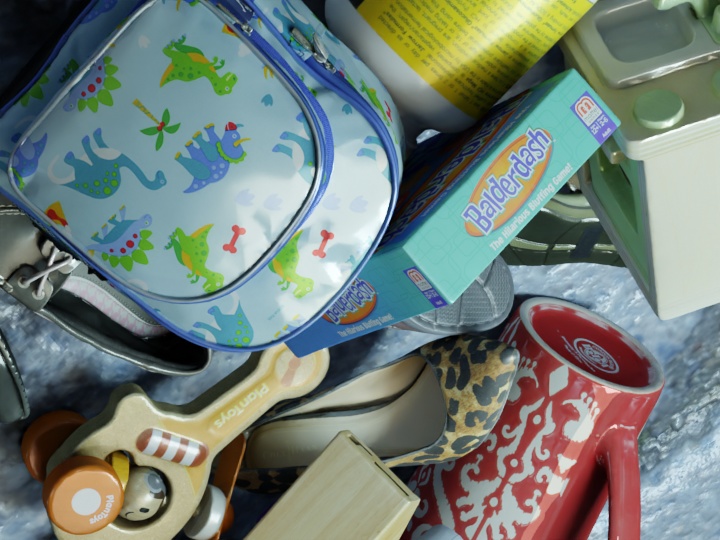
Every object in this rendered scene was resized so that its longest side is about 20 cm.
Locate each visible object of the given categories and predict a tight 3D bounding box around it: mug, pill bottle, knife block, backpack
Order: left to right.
[{"bbox_3d":[-0.081,-0.059,1.500,0.200,0.147,0.183,40,103,-12],"label":"backpack"},{"bbox_3d":[-0.062,0.207,1.755,0.176,0.064,0.200,-38,165,-32],"label":"knife block"},{"bbox_3d":[0.054,-0.151,1.593,0.200,0.112,0.112,-45,138,10],"label":"pill bottle"},{"bbox_3d":[0.126,0.139,1.883,0.200,0.177,0.133,-63,166,22],"label":"mug"}]

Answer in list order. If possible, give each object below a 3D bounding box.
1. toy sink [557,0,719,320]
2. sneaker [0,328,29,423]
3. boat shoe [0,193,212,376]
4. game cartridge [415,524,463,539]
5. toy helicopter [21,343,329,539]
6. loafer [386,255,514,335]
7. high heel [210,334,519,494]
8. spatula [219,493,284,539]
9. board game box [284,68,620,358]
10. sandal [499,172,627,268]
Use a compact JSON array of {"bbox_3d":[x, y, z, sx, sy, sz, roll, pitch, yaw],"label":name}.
[{"bbox_3d":[0.182,-0.094,1.628,0.112,0.130,0.200,-18,136,-8],"label":"toy sink"},{"bbox_3d":[-0.254,0.023,1.582,0.088,0.074,0.200,-33,130,-4],"label":"sneaker"},{"bbox_3d":[-0.153,0.006,1.641,0.067,0.057,0.200,-46,138,12],"label":"boat shoe"},{"bbox_3d":[-0.006,0.241,1.817,0.133,0.040,0.200,-29,162,-43],"label":"game cartridge"},{"bbox_3d":[-0.097,0.108,1.734,0.200,0.079,0.132,-38,120,-1],"label":"toy helicopter"},{"bbox_3d":[0.000,0.000,1.739,0.200,0.063,0.072,8,81,-35],"label":"loafer"},{"bbox_3d":[0.000,0.091,1.769,0.143,0.071,0.200,-6,163,-36],"label":"high heel"},{"bbox_3d":[-0.103,0.186,1.870,0.200,0.021,0.057,-25,146,-6],"label":"spatula"},{"bbox_3d":[0.040,-0.029,1.604,0.045,0.200,0.152,49,64,-10],"label":"board game box"},{"bbox_3d":[0.126,-0.042,1.784,0.201,0.057,0.080,6,151,-20],"label":"sandal"}]
